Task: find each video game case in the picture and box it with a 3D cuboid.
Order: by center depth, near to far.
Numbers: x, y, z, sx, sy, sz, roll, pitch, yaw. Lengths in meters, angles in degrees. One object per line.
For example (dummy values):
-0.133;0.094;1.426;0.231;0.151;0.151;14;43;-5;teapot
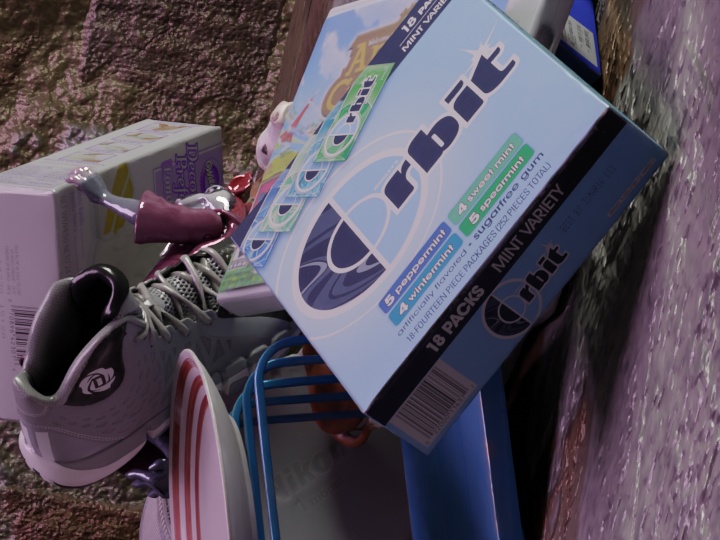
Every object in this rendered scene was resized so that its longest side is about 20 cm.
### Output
0.018;-0.069;1.460;0.200;0.022;0.183;-11;53;53;video game case

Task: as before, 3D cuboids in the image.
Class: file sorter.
-0.002;0.114;1.460;0.200;0.122;0.140;121;144;-72;file sorter

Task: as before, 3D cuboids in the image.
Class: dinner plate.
-0.071;0.138;1.445;0.200;0.024;0.201;175;90;-80;dinner plate

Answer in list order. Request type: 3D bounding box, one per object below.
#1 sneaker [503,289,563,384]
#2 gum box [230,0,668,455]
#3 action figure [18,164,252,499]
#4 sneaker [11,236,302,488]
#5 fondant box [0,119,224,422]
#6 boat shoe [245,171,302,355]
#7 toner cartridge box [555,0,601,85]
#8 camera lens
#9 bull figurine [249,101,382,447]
0.049;0.009;1.505;0.200;0.084;0.073;113;165;-69;sneaker
0.035;-0.033;1.332;0.170;0.044;0.200;-52;31;6;gum box
-0.102;0.017;1.632;0.148;0.134;0.200;1;49;42;action figure
-0.101;0.022;1.514;0.200;0.075;0.116;-41;-30;-19;sneaker
-0.152;-0.002;1.765;0.200;0.058;0.145;-29;-60;-61;fondant box
-0.054;-0.007;1.820;0.200;0.068;0.075;-54;-31;-12;boat shoe
0.039;-0.071;1.509;0.200;0.043;0.095;-43;22;24;toner cartridge box
-0.047;0.149;1.759;0.200;0.159;0.161;119;162;-68;camera lens
0.000;0.000;1.636;0.121;0.065;0.201;-1;102;49;bull figurine
